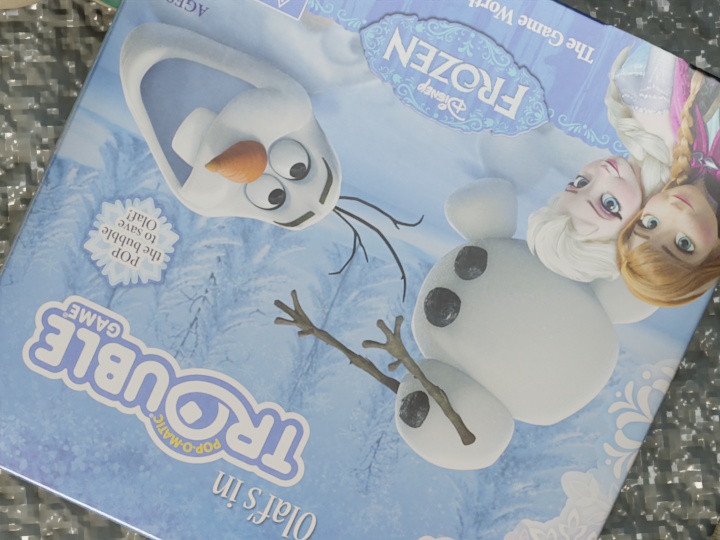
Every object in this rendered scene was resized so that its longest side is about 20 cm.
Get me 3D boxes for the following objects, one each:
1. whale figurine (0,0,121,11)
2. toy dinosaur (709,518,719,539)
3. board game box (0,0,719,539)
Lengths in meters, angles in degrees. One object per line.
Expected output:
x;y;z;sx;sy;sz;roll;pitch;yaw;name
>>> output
-0.079;-0.159;0.933;0.199;0.104;0.160;-10;78;-12;whale figurine
0.096;0.137;0.917;0.088;0.047;0.201;20;71;-30;toy dinosaur
0.000;0.000;0.906;0.199;0.043;0.200;24;95;-3;board game box
